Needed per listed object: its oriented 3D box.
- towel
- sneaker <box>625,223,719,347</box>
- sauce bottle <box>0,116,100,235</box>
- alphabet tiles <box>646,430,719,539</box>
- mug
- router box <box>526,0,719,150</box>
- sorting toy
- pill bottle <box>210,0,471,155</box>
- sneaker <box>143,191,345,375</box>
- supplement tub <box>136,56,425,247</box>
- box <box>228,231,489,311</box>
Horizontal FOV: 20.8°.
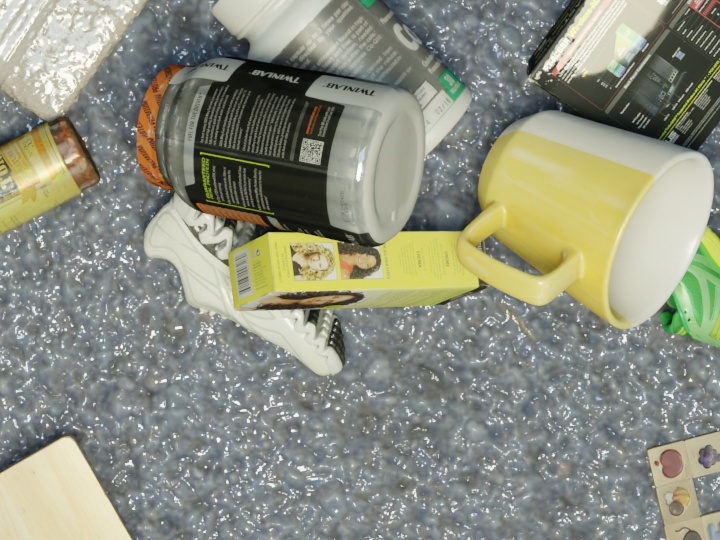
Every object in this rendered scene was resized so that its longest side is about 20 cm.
[{"bbox_3d":[-0.239,-0.230,1.570,0.132,0.034,0.200,36,90,-6],"label":"towel"},{"bbox_3d":[0.293,0.034,1.622,0.084,0.074,0.200,-43,87,-4],"label":"sneaker"},{"bbox_3d":[-0.307,-0.052,1.557,0.199,0.066,0.066,-29,96,-3],"label":"sauce bottle"},{"bbox_3d":[0.343,0.229,1.669,0.166,0.008,0.201,-13,95,-5],"label":"alphabet tiles"},{"bbox_3d":[0.167,-0.055,1.538,0.153,0.186,0.150,29,103,30],"label":"mug"},{"bbox_3d":[0.250,-0.197,1.580,0.149,0.062,0.200,34,107,-7],"label":"router box"},{"bbox_3d":[-0.269,0.262,1.577,0.198,0.070,0.201,-29,95,-4],"label":"sorting toy"},{"bbox_3d":[-0.017,-0.169,1.556,0.200,0.113,0.113,45,88,-7],"label":"pill bottle"},{"bbox_3d":[-0.092,0.015,1.588,0.081,0.075,0.200,-39,102,21],"label":"sneaker"},{"bbox_3d":[-0.061,-0.093,1.476,0.199,0.122,0.123,12,92,21],"label":"supplement tub"},{"bbox_3d":[0.000,0.000,1.546,0.199,0.075,0.050,-2,79,-31],"label":"box"}]
